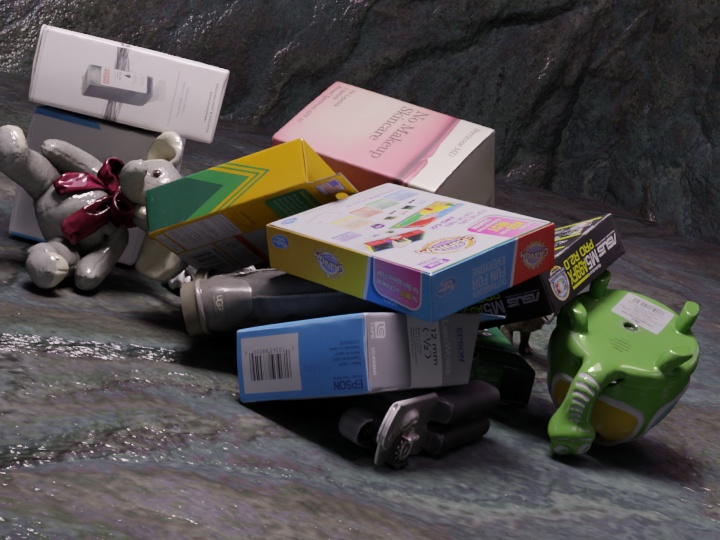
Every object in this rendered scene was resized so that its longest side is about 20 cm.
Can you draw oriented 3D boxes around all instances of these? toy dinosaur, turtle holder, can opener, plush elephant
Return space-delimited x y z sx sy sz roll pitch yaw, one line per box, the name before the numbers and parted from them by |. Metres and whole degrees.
toy dinosaur | 0.174 0.039 1.525 0.076 0.104 0.199 6 15 -42
turtle holder | 0.241 0.101 1.194 0.139 0.133 0.186 11 31 -4
can opener | 0.049 0.117 1.059 0.066 0.054 0.199 24 12 24
plush elephant | -0.246 -0.068 1.290 0.153 0.167 0.200 -22 -18 11

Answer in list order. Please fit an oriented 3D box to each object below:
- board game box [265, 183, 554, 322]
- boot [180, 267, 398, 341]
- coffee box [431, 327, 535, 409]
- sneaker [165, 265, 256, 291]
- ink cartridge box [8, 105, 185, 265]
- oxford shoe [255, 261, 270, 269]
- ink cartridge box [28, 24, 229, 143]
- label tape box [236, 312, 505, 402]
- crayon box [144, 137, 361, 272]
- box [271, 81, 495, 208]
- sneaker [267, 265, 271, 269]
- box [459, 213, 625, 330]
board game box | 0.040 -0.021 1.078 0.152 0.041 0.199 -21 26 -38
boot | -0.054 0.020 1.169 0.197 0.074 0.182 -12 7 2
coffee box | 0.100 0.085 1.334 0.121 0.045 0.200 12 10 -8
sneaker | -0.142 0.002 1.329 0.074 0.082 0.199 9 13 -39
ink cartridge box | -0.300 -0.107 1.490 0.145 0.148 0.200 14 9 -2
oxford shoe | -0.140 -0.028 1.488 0.073 0.085 0.199 48 12 30
ink cartridge box | -0.251 -0.202 1.391 0.197 0.086 0.146 14 6 -10
label tape box | 0.014 0.073 1.080 0.142 0.067 0.199 -9 -9 39
crayon box | -0.088 -0.060 1.218 0.198 0.052 0.126 -16 -25 17
box | 0.025 -0.098 1.316 0.198 0.110 0.128 20 45 27
sneaker | 0.000 0.000 1.235 0.198 0.081 0.075 -8 32 30
box | 0.135 0.011 1.242 0.198 0.045 0.160 -16 11 39
